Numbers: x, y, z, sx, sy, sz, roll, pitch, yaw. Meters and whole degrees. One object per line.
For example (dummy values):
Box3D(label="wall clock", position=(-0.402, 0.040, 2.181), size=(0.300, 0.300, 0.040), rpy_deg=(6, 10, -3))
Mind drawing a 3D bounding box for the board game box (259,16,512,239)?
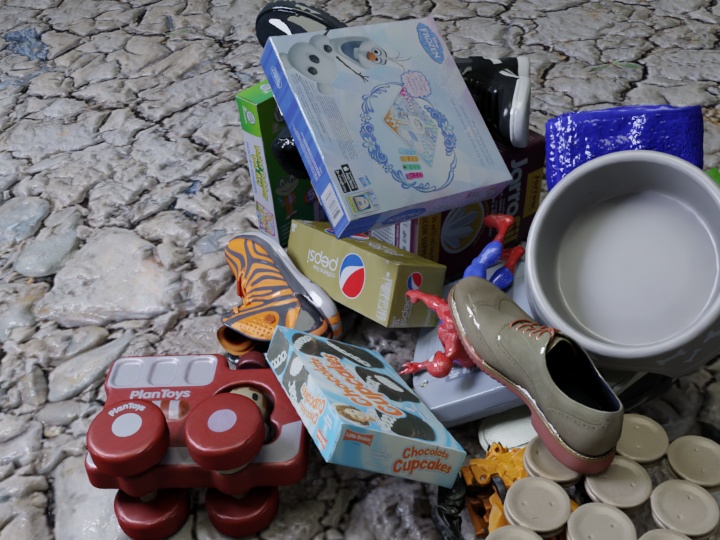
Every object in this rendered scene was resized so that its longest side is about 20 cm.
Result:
Box3D(label="board game box", position=(0.026, -0.147, 0.869), size=(0.196, 0.043, 0.203), rpy_deg=(-15, 73, -29))

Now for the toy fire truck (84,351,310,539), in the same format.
Box3D(label="toy fire truck", position=(-0.142, 0.134, 0.781), size=(0.196, 0.114, 0.169), rpy_deg=(-4, 39, 4))

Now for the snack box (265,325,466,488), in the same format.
Box3D(label="snack box", position=(-0.003, 0.112, 0.757), size=(0.115, 0.038, 0.200), rpy_deg=(17, 12, -25))

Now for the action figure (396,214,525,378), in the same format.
Box3D(label="action figure", position=(0.084, 0.031, 0.836), size=(0.098, 0.066, 0.201), rpy_deg=(-8, 33, 32))

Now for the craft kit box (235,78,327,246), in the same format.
Box3D(label="craft kit box", position=(-0.051, -0.160, 1.083), size=(0.199, 0.200, 0.048), rpy_deg=(-35, 44, -31))

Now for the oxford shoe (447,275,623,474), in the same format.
Box3D(label="oxford shoe", position=(0.143, 0.062, 0.708), size=(0.070, 0.076, 0.200), rpy_deg=(-20, 51, -28))

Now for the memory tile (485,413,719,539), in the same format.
Box3D(label="memory tile", position=(0.185, 0.178, 0.654), size=(0.151, 0.017, 0.200), rpy_deg=(17, 42, 23))

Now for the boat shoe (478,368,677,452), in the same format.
Box3D(label="boat shoe", position=(0.199, 0.118, 0.787), size=(0.198, 0.068, 0.072), rpy_deg=(-31, 43, -3))

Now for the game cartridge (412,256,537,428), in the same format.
Box3D(label="game cartridge", position=(0.115, 0.068, 0.846), size=(0.131, 0.041, 0.201), rpy_deg=(-18, 28, 23))

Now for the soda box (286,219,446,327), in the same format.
Box3D(label="soda box", position=(0.000, 0.000, 0.927), size=(0.067, 0.065, 0.199), rpy_deg=(2, 14, -37))

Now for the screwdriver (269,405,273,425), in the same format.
Box3D(label="screwdriver", position=(-0.046, 0.138, 0.840), size=(0.196, 0.028, 0.030), rpy_deg=(1, 67, 5))

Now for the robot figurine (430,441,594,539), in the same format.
Box3D(label="robot figurine", position=(0.136, 0.215, 0.673), size=(0.142, 0.059, 0.201), rpy_deg=(-13, 38, -7))

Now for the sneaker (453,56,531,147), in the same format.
Box3D(label="sneaker", position=(0.132, -0.187, 0.977), size=(0.110, 0.074, 0.201), rpy_deg=(3, 26, 9))

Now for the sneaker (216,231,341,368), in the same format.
Box3D(label="sneaker", position=(-0.117, 0.031, 0.944), size=(0.111, 0.079, 0.199), rpy_deg=(-28, 41, -26))

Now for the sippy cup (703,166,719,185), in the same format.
Box3D(label="sippy cup", position=(0.283, -0.034, 0.899), size=(0.175, 0.143, 0.130), rpy_deg=(3, 1, 27))

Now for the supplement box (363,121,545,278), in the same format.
Box3D(label="supplement box", position=(0.103, -0.081, 0.993), size=(0.198, 0.133, 0.103), rpy_deg=(-25, 41, -31))

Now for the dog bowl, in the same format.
Box3D(label="dog bowl", position=(0.231, -0.009, 0.746), size=(0.197, 0.059, 0.204), rpy_deg=(-7, 73, 22))

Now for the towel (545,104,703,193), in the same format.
Box3D(label="towel", position=(0.243, -0.050, 0.819), size=(0.145, 0.204, 0.049), rpy_deg=(-2, 0, 28))

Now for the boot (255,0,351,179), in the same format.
Box3D(label="boot", position=(-0.055, -0.187, 0.935), size=(0.198, 0.077, 0.170), rpy_deg=(26, 59, 7))
